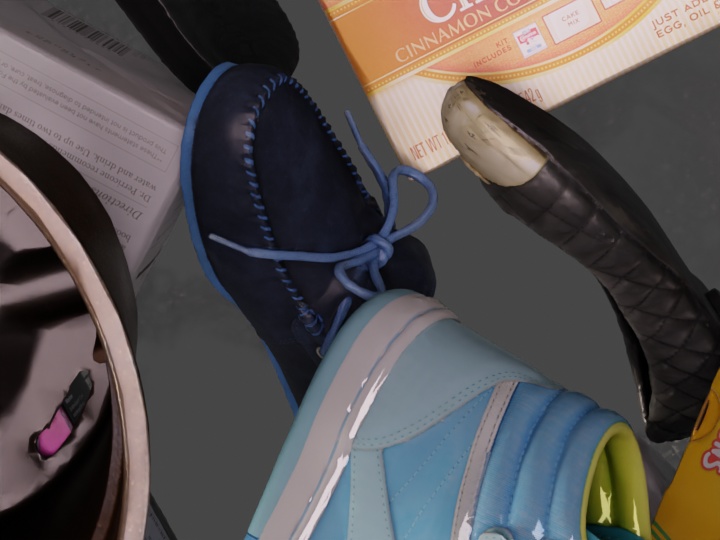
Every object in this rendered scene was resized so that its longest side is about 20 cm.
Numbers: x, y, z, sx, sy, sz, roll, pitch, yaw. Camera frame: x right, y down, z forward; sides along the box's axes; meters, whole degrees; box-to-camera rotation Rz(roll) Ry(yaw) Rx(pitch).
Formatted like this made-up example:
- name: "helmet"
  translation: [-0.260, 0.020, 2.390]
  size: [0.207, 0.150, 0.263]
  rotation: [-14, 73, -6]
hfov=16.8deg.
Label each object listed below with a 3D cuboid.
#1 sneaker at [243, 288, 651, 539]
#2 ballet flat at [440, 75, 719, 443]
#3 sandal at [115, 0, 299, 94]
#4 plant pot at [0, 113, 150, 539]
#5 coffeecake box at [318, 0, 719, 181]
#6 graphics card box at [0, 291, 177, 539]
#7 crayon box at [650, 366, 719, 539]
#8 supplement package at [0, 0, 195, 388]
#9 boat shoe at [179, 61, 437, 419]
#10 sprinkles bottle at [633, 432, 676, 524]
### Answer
- name: "sneaker"
  translation: [0.024, 0.119, 0.788]
  size: [0.130, 0.079, 0.201]
  rotation: [23, 97, 26]
- name: "ballet flat"
  translation: [0.085, 0.003, 0.866]
  size: [0.057, 0.067, 0.200]
  rotation: [-36, 129, 11]
- name: "sandal"
  translation: [-0.088, -0.149, 0.886]
  size: [0.200, 0.075, 0.048]
  rotation: [47, 129, -8]
- name: "plant pot"
  translation: [-0.146, 0.031, 0.686]
  size: [0.200, 0.198, 0.201]
  rotation: [0, 99, 2]
- name: "coffeecake box"
  translation: [0.042, -0.158, 0.879]
  size: [0.153, 0.073, 0.200]
  rotation: [-26, 96, 9]
- name: "graphics card box"
  translation: [-0.148, 0.069, 0.817]
  size: [0.125, 0.051, 0.200]
  rotation: [-27, 98, 6]
- name: "crayon box"
  translation: [0.175, 0.076, 0.838]
  size: [0.119, 0.058, 0.200]
  rotation: [17, 76, 29]
- name: "supplement package"
  translation: [-0.147, 0.004, 0.892]
  size: [0.121, 0.120, 0.200]
  rotation: [28, 99, -3]
- name: "boat shoe"
  translation: [0.000, 0.000, 0.867]
  size: [0.068, 0.200, 0.084]
  rotation: [12, 61, 31]
- name: "sprinkles bottle"
  translation: [0.049, 0.149, 0.928]
  size: [0.200, 0.068, 0.068]
  rotation: [-43, 94, 9]
